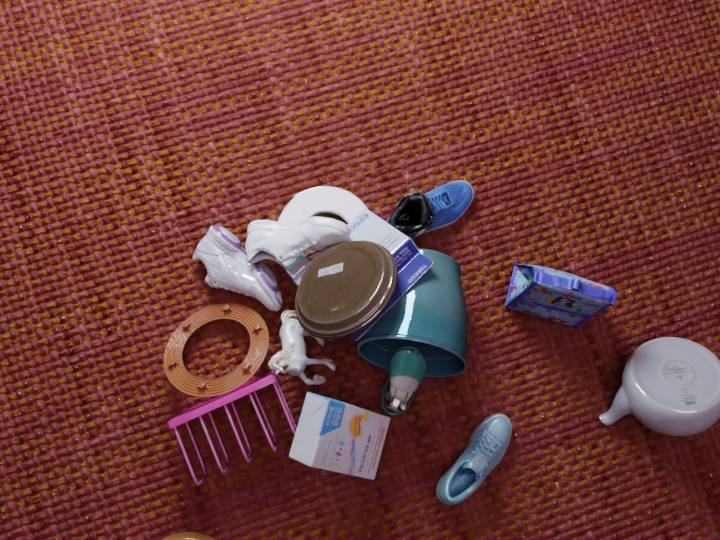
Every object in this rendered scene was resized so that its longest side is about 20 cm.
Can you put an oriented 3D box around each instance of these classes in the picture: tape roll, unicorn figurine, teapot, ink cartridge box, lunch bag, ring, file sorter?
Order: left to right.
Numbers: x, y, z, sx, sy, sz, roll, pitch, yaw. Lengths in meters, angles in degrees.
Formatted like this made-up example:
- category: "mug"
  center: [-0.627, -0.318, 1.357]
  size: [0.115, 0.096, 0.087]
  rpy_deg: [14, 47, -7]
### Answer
- category: "ring"
  center: [-0.262, 0.137, 1.366]
  size: [0.197, 0.019, 0.202]
  rpy_deg: [-6, 50, 7]
- category: "file sorter"
  center: [-0.218, 0.278, 1.346]
  size: [0.198, 0.139, 0.127]
  rpy_deg: [-23, 87, -7]
- category: "unicorn figurine"
  center: [-0.109, 0.147, 1.357]
  size: [0.136, 0.201, 0.074]
  rpy_deg: [21, 115, -30]
- category: "tape roll"
  center: [-0.066, -0.060, 1.453]
  size: [0.200, 0.037, 0.206]
  rpy_deg: [0, 82, -3]
- category: "ink cartridge box"
  center: [-0.020, 0.297, 1.335]
  size: [0.199, 0.067, 0.117]
  rpy_deg: [25, 77, -42]
- category: "ink cartridge box"
  center: [0.000, 0.000, 1.350]
  size: [0.196, 0.200, 0.043]
  rpy_deg: [-44, 132, -9]
- category: "lunch bag"
  center: [0.368, 0.034, 1.387]
  size: [0.149, 0.200, 0.095]
  rpy_deg: [16, 81, -1]
- category: "teapot"
  center: [0.581, 0.232, 1.406]
  size: [0.199, 0.147, 0.197]
  rpy_deg: [28, 57, 33]

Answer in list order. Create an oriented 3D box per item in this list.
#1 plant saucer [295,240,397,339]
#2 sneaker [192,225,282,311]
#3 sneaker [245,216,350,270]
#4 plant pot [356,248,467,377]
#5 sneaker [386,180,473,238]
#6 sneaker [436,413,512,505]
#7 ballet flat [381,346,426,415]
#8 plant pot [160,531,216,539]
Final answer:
- category: "plant saucer"
  center: [-0.031, 0.025, 1.299]
  size: [0.198, 0.030, 0.202]
  rpy_deg: [-18, 47, 20]
- category: "sneaker"
  center: [-0.230, 0.012, 1.426]
  size: [0.200, 0.075, 0.100]
  rpy_deg: [45, 100, 3]
- category: "sneaker"
  center: [-0.115, -0.043, 1.378]
  size: [0.197, 0.075, 0.090]
  rpy_deg: [-3, 63, 15]
- category: "plant pot"
  center: [0.105, 0.071, 1.377]
  size: [0.197, 0.200, 0.190]
  rpy_deg: [11, 67, -2]
- category: "sneaker"
  center: [0.136, -0.118, 1.437]
  size: [0.198, 0.111, 0.078]
  rpy_deg: [-26, 84, -7]
- category: "sneaker"
  center: [0.219, 0.352, 1.392]
  size: [0.074, 0.082, 0.201]
  rpy_deg: [37, 81, 1]
- category: "ballet flat"
  center: [0.075, 0.207, 1.342]
  size: [0.066, 0.201, 0.071]
  rpy_deg: [13, 59, 1]
- category: "plant pot"
  center: [-0.309, 0.565, 1.298]
  size: [0.197, 0.140, 0.203]
  rpy_deg: [1, 81, -4]
